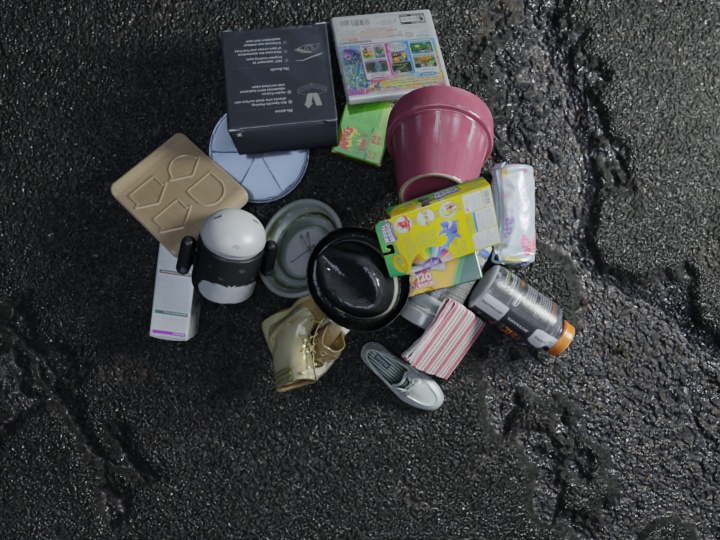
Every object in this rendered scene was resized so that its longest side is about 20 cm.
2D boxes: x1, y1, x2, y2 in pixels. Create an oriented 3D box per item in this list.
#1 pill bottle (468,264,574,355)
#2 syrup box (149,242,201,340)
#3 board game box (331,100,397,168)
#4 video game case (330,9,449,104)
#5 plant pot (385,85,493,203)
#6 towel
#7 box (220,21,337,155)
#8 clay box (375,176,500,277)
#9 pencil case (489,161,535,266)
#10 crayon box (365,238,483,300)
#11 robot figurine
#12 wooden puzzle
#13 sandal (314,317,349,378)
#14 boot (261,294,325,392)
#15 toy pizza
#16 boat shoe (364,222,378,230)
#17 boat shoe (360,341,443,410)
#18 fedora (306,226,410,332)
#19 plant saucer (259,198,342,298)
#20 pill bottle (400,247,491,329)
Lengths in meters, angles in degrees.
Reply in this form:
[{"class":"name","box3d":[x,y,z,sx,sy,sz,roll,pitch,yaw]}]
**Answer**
[{"class":"pill bottle","box3d":[0.320,0.084,1.247,0.200,0.106,0.106,35,94,-2]},{"class":"syrup box","box3d":[-0.359,0.033,1.260,0.081,0.079,0.201,9,94,0]},{"class":"board game box","box3d":[0.019,-0.314,1.249,0.101,0.048,0.201,16,94,0]},{"class":"video game case","box3d":[0.055,-0.409,1.209,0.199,0.024,0.183,-9,74,-10]},{"class":"plant pot","box3d":[0.139,-0.201,1.150,0.199,0.200,0.180,9,57,0]},{"class":"towel","box3d":[0.166,0.134,1.226,0.030,0.200,0.147,38,94,33]},{"class":"box","box3d":[-0.149,-0.337,1.186,0.196,0.117,0.201,-6,77,-3]},{"class":"clay box","box3d":[0.128,-0.071,1.071,0.199,0.048,0.115,-18,120,0]},{"class":"pencil case","box3d":[0.295,-0.109,1.244,0.090,0.083,0.201,-1,94,-21]},{"class":"crayon box","box3d":[0.113,-0.018,1.164,0.199,0.058,0.119,-15,85,12]},{"class":"robot figurine","box3d":[-0.247,-0.020,1.182,0.125,0.150,0.200,31,125,17]},{"class":"wooden puzzle","box3d":[-0.346,-0.143,1.226,0.200,0.046,0.185,43,74,10]},{"class":"sandal","box3d":[-0.062,0.137,1.271,0.078,0.070,0.212,37,94,-2]},{"class":"boot","box3d":[-0.098,0.134,1.217,0.200,0.073,0.156,-28,60,22]},{"class":"toy pizza","box3d":[-0.201,-0.235,1.264,0.199,0.032,0.201,0,93,1]},{"class":"boat shoe","box3d":[0.000,0.000,1.245,0.074,0.068,0.201,15,83,-2]},{"class":"boat shoe","box3d":[0.082,0.222,1.278,0.200,0.067,0.074,33,94,-2]},{"class":"fedora","box3d":[-0.013,0.014,1.114,0.200,0.092,0.202,0,88,13]},{"class":"plant saucer","box3d":[-0.111,-0.039,1.244,0.199,0.050,0.201,-9,70,26]},{"class":"pill bottle","box3d":[0.162,0.017,1.240,0.113,0.114,0.201,28,93,-2]}]
